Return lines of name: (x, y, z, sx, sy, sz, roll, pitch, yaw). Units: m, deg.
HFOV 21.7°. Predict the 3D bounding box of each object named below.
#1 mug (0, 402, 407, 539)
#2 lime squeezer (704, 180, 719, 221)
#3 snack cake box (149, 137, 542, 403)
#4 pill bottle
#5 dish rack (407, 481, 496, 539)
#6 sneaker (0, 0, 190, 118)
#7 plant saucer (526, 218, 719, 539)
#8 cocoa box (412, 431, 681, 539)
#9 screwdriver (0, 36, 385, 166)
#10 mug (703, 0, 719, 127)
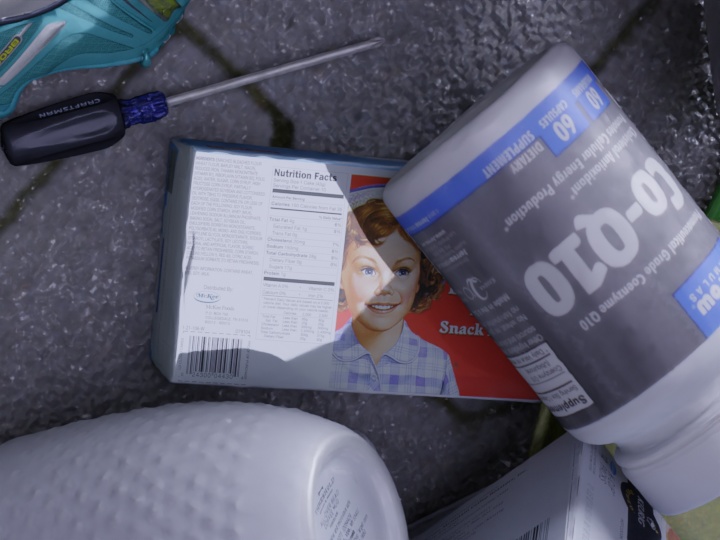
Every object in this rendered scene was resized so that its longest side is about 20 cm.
mug: (-0.064, 0.124, 0.876, 0.174, 0.200, 0.149, -14, 103, 28)
lime squeezer: (0.243, -0.070, 1.013, 0.199, 0.038, 0.071, -31, 106, -9)
snack cake box: (0.000, 0.000, 0.942, 0.198, 0.067, 0.116, 5, 96, -16)
pill bottle: (0.112, 0.006, 0.866, 0.114, 0.114, 0.200, -40, 94, -5)
dish rack: (0.105, 0.196, 1.017, 0.198, 0.044, 0.173, -24, 105, -10)
sneaker: (-0.111, -0.140, 0.897, 0.198, 0.078, 0.080, -26, 123, -4)
plant saucer: (0.189, 0.078, 0.953, 0.198, 0.048, 0.202, 14, 100, 2)
cocoa box: (0.067, 0.200, 0.897, 0.199, 0.134, 0.131, -37, 102, 21)
screwdriver: (-0.080, -0.087, 0.922, 0.198, 0.029, 0.028, -16, 103, -7)
mug: (0.261, -0.156, 0.938, 0.173, 0.202, 0.148, -6, 142, 7)
